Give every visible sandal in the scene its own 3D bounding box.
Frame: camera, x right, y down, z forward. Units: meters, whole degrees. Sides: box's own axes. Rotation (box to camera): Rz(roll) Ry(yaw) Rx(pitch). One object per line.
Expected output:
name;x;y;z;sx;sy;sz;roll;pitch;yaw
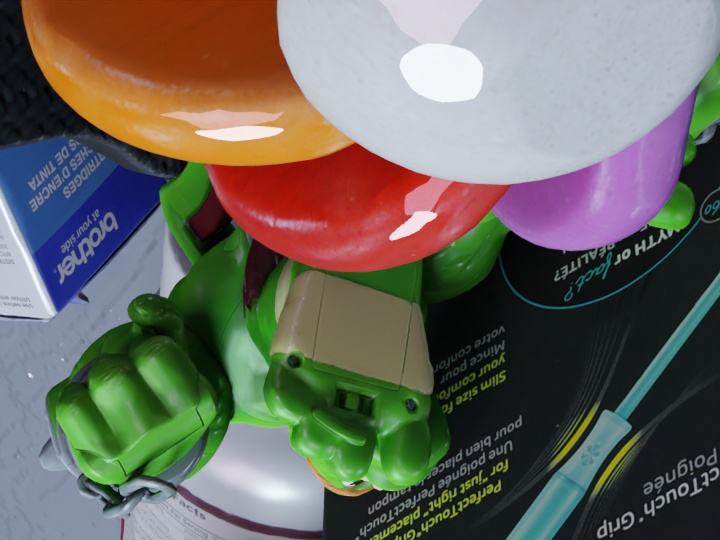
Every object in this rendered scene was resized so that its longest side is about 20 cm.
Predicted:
sandal;-0.083;-0.066;0.817;0.045;0.200;0.076;14;97;23

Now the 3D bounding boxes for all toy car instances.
toy car;0.030;-0.068;0.556;0.175;0.199;0.151;55;143;39

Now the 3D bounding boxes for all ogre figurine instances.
ogre figurine;0.000;0.000;0.709;0.098;0.200;0.120;41;154;-11

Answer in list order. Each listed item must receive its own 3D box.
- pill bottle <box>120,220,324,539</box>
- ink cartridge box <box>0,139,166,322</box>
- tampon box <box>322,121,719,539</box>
pill bottle;-0.019;0.058;0.922;0.109;0.110;0.201;25;138;18
ink cartridge box;-0.150;-0.061;0.943;0.136;0.076;0.201;4;126;36
tampon box;0.083;0.085;0.745;0.149;0.201;0.126;-31;128;29
